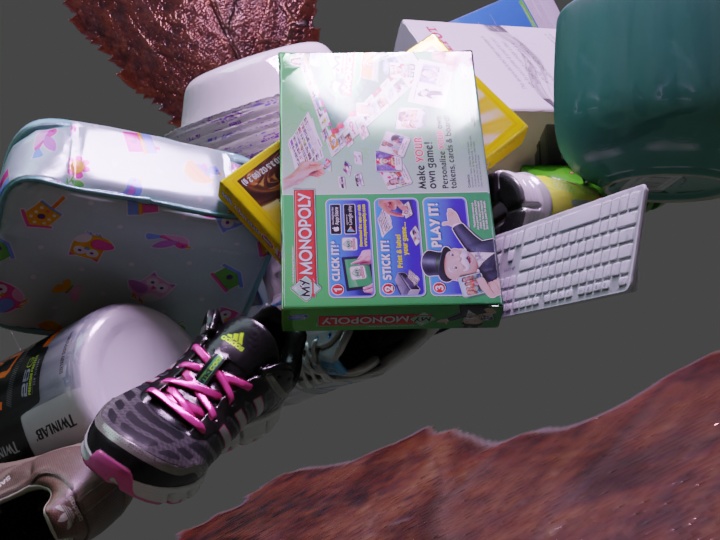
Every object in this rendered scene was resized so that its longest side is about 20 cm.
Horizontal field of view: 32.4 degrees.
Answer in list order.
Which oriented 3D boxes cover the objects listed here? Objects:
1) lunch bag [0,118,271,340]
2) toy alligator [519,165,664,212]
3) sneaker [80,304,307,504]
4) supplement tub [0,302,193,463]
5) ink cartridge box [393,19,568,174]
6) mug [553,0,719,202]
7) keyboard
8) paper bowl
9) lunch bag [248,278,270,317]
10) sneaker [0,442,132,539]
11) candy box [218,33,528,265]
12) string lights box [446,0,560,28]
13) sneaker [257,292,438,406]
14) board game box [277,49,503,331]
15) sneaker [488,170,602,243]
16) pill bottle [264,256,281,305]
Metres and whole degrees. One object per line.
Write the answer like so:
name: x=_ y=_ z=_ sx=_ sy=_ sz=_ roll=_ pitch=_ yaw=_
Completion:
lunch bag: x=-0.168 y=-0.018 z=0.872 sx=0.198 sy=0.078 sz=0.161 roll=9 pitch=-46 yaw=-18
toy alligator: x=0.163 y=-0.061 z=0.920 sx=0.198 sy=0.060 sz=0.054 roll=-5 pitch=34 yaw=-22
sneaker: x=-0.090 y=0.068 z=0.732 sx=0.088 sy=0.073 sz=0.200 roll=-61 pitch=-16 yaw=21
supplement tub: x=-0.207 y=0.109 z=0.865 sx=0.199 sy=0.124 sz=0.122 roll=-26 pitch=2 yaw=35
ink cartridge box: x=0.135 y=-0.129 z=0.993 sx=0.198 sy=0.084 sz=0.146 roll=-1 pitch=37 yaw=-22
mug: x=0.212 y=-0.106 z=0.819 sx=0.151 sy=0.116 sz=0.184 roll=-6 pitch=-12 yaw=43
keyboard: x=0.109 y=-0.004 z=0.719 sx=0.011 sy=0.057 sz=0.200 roll=9 pitch=-10 yaw=-18
paper bowl: x=-0.083 y=-0.141 z=1.136 sx=0.198 sy=0.106 sz=0.201 roll=-17 pitch=5 yaw=2
lunch bag: x=-0.061 y=-0.006 z=1.135 sx=0.123 sy=0.172 sz=0.200 roll=-22 pitch=5 yaw=7
sneaker: x=-0.232 y=0.157 z=0.752 sx=0.199 sy=0.071 sz=0.075 roll=-27 pitch=3 yaw=24
candy box: x=0.011 y=-0.074 z=0.838 sx=0.199 sy=0.102 sz=0.026 roll=-38 pitch=-14 yaw=-23
string lights box: x=0.137 y=-0.215 z=1.265 sx=0.199 sy=0.104 sz=0.059 roll=-30 pitch=4 yaw=-40
sneaker: x=-0.020 y=0.047 z=0.822 sx=0.199 sy=0.075 sz=0.087 roll=-31 pitch=14 yaw=28
board game box: x=0.014 y=-0.056 z=0.789 sx=0.133 sy=0.202 sz=0.029 roll=-1 pitch=-32 yaw=-2
sneaker: x=0.108 y=-0.017 z=0.886 sx=0.089 sy=0.079 sz=0.200 roll=-4 pitch=-9 yaw=-19
pill bottle: x=0.000 y=0.000 z=0.969 sx=0.111 sy=0.113 sz=0.200 roll=-26 pitch=-4 yaw=10
